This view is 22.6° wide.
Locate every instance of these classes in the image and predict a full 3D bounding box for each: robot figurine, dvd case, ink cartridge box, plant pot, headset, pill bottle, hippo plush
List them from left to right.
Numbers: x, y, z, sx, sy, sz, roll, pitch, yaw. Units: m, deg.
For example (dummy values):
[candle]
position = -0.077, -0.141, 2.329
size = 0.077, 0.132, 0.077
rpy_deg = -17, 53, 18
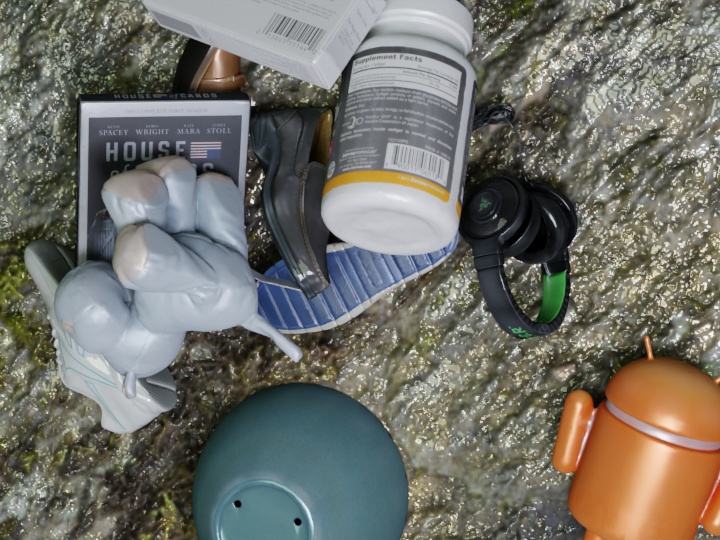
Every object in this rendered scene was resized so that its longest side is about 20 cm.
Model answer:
[dvd case]
position = -0.175, -0.058, 1.580
size = 0.149, 0.025, 0.202
rpy_deg = -2, 117, -15
[hippo plush]
position = -0.170, 0.009, 1.542
size = 0.199, 0.160, 0.161
rpy_deg = 32, 129, -27
[plant pot]
position = -0.068, 0.212, 1.595
size = 0.198, 0.135, 0.202
rpy_deg = 2, 99, 14
[ink cartridge box]
position = -0.063, -0.261, 1.523
size = 0.199, 0.045, 0.177
rpy_deg = 24, 75, 32
[pill bottle]
position = 0.036, -0.124, 1.496
size = 0.115, 0.117, 0.202
rpy_deg = 3, 67, 13
[headset]
position = 0.122, -0.041, 1.529
size = 0.093, 0.123, 0.202
rpy_deg = -10, 81, 34
[robot figurine]
position = 0.247, 0.161, 1.521
size = 0.144, 0.116, 0.202
rpy_deg = 31, 108, 49

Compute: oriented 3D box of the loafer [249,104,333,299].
[loafer]
position = -0.045, -0.067, 1.540
size = 0.072, 0.073, 0.201
rpy_deg = -18, 55, 7

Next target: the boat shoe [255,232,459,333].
[boat shoe]
position = 0.000, 0.000, 1.579
size = 0.198, 0.072, 0.073
rpy_deg = -21, 92, 14

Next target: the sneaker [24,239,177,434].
[sneaker]
position = -0.256, 0.064, 1.654
size = 0.080, 0.070, 0.201
rpy_deg = -37, 86, 25

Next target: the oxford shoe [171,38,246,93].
[oxford shoe]
position = -0.128, -0.164, 1.602
size = 0.071, 0.071, 0.201
rpy_deg = 20, 101, -21
